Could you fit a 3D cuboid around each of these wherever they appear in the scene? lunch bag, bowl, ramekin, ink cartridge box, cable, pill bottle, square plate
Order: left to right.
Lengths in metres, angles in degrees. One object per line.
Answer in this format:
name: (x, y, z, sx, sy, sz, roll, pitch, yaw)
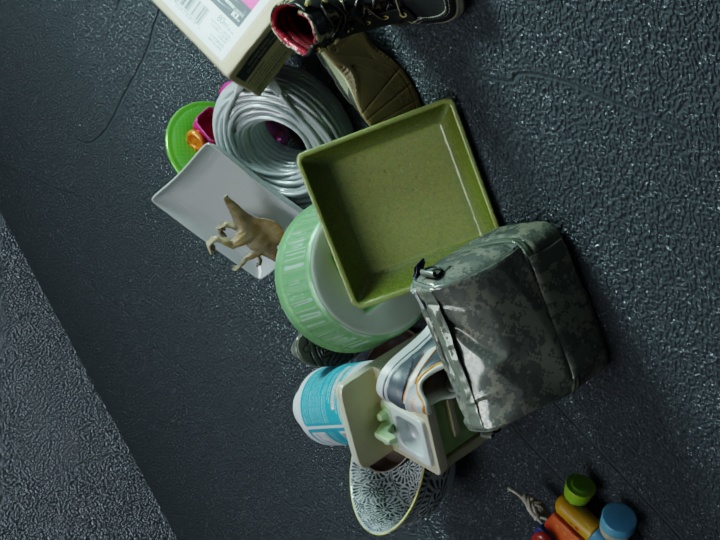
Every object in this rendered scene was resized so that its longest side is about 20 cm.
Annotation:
square plate: (-0.168, -0.083, 1.789, 0.197, 0.029, 0.200, 37, 145, -15)
ink cartridge box: (-0.149, -0.344, 1.618, 0.200, 0.165, 0.075, 45, -167, 31)
cable: (-0.103, -0.177, 1.725, 0.200, 0.069, 0.200, 41, 138, -12)
pill bottle: (-0.018, 0.184, 1.786, 0.199, 0.110, 0.112, -13, 104, 58)
ramekin: (0.000, 0.000, 1.631, 0.202, 0.199, 0.098, 64, 157, -4)
bowl: (0.073, 0.282, 1.860, 0.200, 0.093, 0.203, -34, 49, 50)
lunch bag: (0.153, 0.060, 1.429, 0.139, 0.167, 0.202, -5, 110, 51)

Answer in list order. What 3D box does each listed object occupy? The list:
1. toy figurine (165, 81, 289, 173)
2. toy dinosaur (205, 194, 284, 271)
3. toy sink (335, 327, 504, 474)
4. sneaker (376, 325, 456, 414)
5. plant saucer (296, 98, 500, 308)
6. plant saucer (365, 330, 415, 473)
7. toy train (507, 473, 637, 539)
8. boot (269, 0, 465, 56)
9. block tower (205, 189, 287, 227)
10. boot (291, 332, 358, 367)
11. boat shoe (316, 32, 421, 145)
toy figurine: (-0.161, -0.193, 1.857, 0.200, 0.150, 0.184, 47, 145, -5)
toy dinosaur: (-0.155, -0.052, 1.764, 0.100, 0.059, 0.200, -15, 138, 25)
toy sink: (0.088, 0.166, 1.633, 0.112, 0.199, 0.132, 22, 133, 51)
sneaker: (0.111, 0.093, 1.538, 0.079, 0.200, 0.079, 28, 155, 35)
plant saucer: (0.051, -0.080, 1.533, 0.048, 0.198, 0.202, -64, -47, -72)
plant saucer: (0.053, 0.182, 1.808, 0.200, 0.034, 0.202, -36, 47, 51)
toy train: (0.254, 0.294, 1.596, 0.200, 0.084, 0.117, 42, 138, 36)
boot: (0.005, -0.284, 1.407, 0.199, 0.150, 0.074, 26, 138, 51)
block tower: (-0.116, -0.084, 1.828, 0.198, 0.054, 0.058, 25, 146, 1)
boot: (-0.053, 0.097, 1.870, 0.199, 0.180, 0.073, -9, 96, 58)
boat shoe: (0.008, -0.233, 1.560, 0.201, 0.073, 0.065, 56, 180, -4)
